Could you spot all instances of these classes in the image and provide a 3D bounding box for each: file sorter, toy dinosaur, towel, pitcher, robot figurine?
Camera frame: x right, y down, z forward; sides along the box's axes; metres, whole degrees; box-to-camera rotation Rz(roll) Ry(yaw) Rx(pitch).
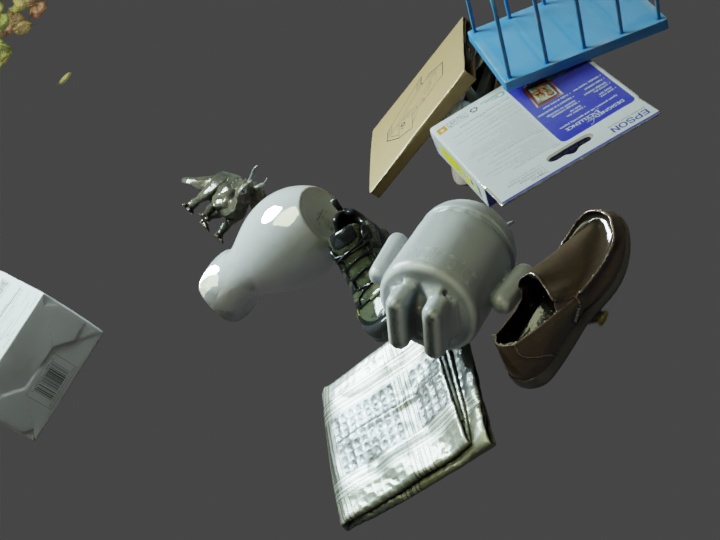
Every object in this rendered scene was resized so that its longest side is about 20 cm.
[{"bbox_3d":[0.224,-0.320,1.300,0.198,0.124,0.139,-22,38,-1],"label":"file sorter"},{"bbox_3d":[-0.200,-0.107,1.681,0.102,0.077,0.200,-43,29,-11],"label":"toy dinosaur"},{"bbox_3d":[0.042,0.150,1.201,0.199,0.034,0.194,-34,38,20],"label":"towel"},{"bbox_3d":[-0.102,-0.040,1.475,0.199,0.121,0.172,-34,21,39],"label":"pitcher"},{"bbox_3d":[0.094,0.003,1.187,0.168,0.114,0.200,16,43,20],"label":"robot figurine"}]

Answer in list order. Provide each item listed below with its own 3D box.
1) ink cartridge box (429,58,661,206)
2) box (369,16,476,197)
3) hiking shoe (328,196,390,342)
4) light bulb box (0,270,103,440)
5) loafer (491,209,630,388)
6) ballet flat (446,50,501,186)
[{"bbox_3d":[0.200,-0.151,1.256,0.196,0.047,0.200,-30,39,-2],"label":"ink cartridge box"},{"bbox_3d":[0.076,-0.205,1.426,0.200,0.021,0.164,-49,19,29],"label":"box"},{"bbox_3d":[0.000,0.000,1.325,0.076,0.101,0.201,-39,36,15],"label":"hiking shoe"},{"bbox_3d":[-0.533,0.127,1.766,0.199,0.125,0.199,17,72,53],"label":"light bulb box"},{"bbox_3d":[0.198,0.018,1.120,0.073,0.071,0.201,14,69,51],"label":"loafer"},{"bbox_3d":[0.138,-0.198,1.385,0.068,0.067,0.202,-8,52,42],"label":"ballet flat"}]
